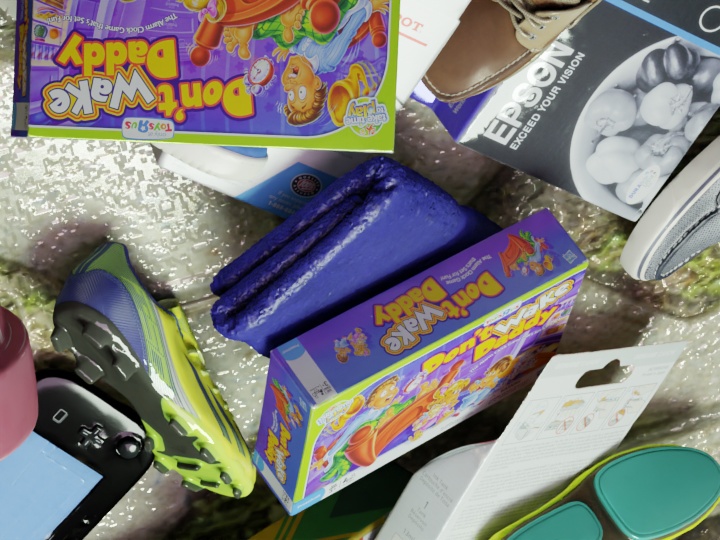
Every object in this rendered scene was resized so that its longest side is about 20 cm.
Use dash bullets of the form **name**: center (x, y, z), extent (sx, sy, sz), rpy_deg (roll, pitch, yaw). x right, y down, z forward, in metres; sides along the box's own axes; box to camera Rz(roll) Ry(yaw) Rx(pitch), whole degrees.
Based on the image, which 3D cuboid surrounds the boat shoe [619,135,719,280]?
- **boat shoe**: center (0.257, -0.045, 1.572), extent (0.200, 0.093, 0.075), rpy_deg (-47, 162, 17)

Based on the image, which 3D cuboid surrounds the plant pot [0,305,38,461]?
- **plant pot**: center (-0.287, 0.013, 1.405), extent (0.199, 0.200, 0.180), rpy_deg (-9, 112, -11)

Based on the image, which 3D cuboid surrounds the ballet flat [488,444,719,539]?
- **ballet flat**: center (0.151, 0.170, 1.668), extent (0.199, 0.067, 0.067), rpy_deg (-22, 165, -32)

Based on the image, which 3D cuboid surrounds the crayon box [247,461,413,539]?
- **crayon box**: center (-0.039, 0.221, 1.651), extent (0.200, 0.051, 0.127), rpy_deg (-29, 136, -37)

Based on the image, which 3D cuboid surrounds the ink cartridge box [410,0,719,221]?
- **ink cartridge box**: center (0.139, -0.146, 1.507), extent (0.199, 0.043, 0.198), rpy_deg (22, 116, -28)

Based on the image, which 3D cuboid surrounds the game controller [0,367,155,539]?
- **game controller**: center (-0.222, 0.147, 1.604), extent (0.104, 0.042, 0.200), rpy_deg (32, 110, -33)

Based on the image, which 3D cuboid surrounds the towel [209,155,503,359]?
- **towel**: center (0.000, 0.000, 1.516), extent (0.148, 0.050, 0.200), rpy_deg (-42, 157, 9)

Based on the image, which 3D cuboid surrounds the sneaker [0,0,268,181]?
- **sneaker**: center (-0.108, -0.146, 1.368), extent (0.200, 0.077, 0.111), rpy_deg (42, 106, 4)

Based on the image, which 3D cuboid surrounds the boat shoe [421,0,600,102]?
- **boat shoe**: center (0.102, -0.168, 1.427), extent (0.076, 0.072, 0.200), rpy_deg (44, 113, -3)

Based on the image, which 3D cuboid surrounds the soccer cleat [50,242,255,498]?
- **soccer cleat**: center (-0.114, 0.064, 1.557), extent (0.064, 0.084, 0.200), rpy_deg (-3, 137, 38)

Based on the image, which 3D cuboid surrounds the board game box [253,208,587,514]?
- **board game box**: center (0.034, 0.056, 1.528), extent (0.199, 0.045, 0.135), rpy_deg (-27, 155, -22)

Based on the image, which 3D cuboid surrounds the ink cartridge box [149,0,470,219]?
- **ink cartridge box**: center (-0.026, -0.135, 1.446), extent (0.116, 0.068, 0.200), rpy_deg (22, 116, -29)

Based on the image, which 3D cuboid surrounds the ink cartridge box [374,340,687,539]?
- **ink cartridge box**: center (0.108, 0.116, 1.641), extent (0.162, 0.057, 0.201), rpy_deg (-4, 127, -51)

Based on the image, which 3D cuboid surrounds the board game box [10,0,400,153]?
- **board game box**: center (-0.079, -0.133, 1.321), extent (0.199, 0.045, 0.135), rpy_deg (1, 94, -20)
